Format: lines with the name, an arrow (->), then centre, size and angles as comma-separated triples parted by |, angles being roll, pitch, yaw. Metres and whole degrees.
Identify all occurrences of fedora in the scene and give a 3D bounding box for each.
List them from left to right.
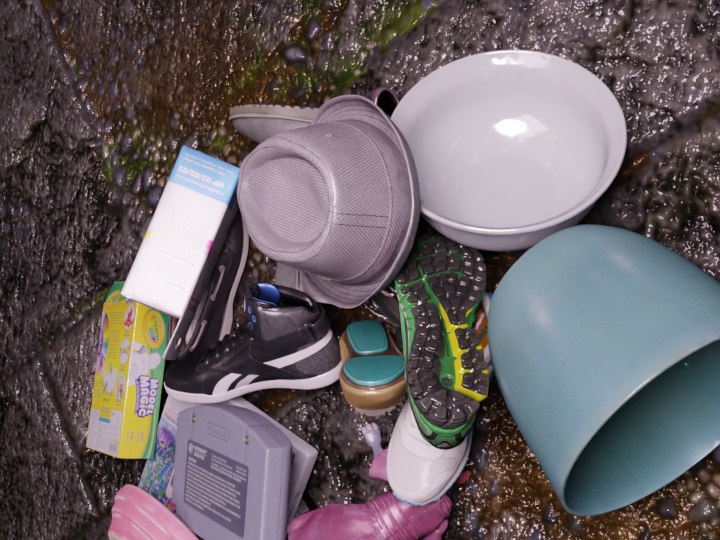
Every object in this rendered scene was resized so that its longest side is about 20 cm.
fedora -> -0.041, -0.060, 0.745 | 0.200, 0.090, 0.178 | 35, 116, 48

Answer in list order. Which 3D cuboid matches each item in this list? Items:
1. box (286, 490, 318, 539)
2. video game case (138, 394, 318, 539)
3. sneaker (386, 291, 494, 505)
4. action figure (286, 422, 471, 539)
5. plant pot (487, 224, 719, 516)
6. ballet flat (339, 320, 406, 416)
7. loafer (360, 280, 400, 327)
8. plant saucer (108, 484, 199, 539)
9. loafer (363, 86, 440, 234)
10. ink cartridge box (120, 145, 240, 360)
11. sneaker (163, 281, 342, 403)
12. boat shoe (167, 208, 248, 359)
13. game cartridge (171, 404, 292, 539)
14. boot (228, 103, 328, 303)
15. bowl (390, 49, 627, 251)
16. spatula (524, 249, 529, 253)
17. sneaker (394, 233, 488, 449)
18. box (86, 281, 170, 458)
box -> -0.149, 0.234, 1.007 | 0.137, 0.040, 0.200 | -49, 66, 23
video game case -> -0.152, 0.225, 0.972 | 0.199, 0.024, 0.184 | 28, 106, 29
sneaker -> 0.073, 0.110, 0.801 | 0.076, 0.081, 0.201 | 20, 80, 28
action figure -> 0.021, 0.230, 0.825 | 0.199, 0.149, 0.135 | -35, 95, -8
plant pot -> 0.192, 0.061, 0.696 | 0.201, 0.200, 0.161 | -53, 49, 22
ballet flat -> 0.015, 0.100, 0.828 | 0.068, 0.200, 0.064 | -4, 102, 0
loafer -> 0.000, 0.000, 0.871 | 0.063, 0.072, 0.200 | -43, 87, 21
plant saucer -> -0.205, 0.322, 0.971 | 0.200, 0.051, 0.202 | 33, 147, 25
loafer -> 0.042, -0.077, 0.845 | 0.202, 0.071, 0.063 | 67, 155, 9
ink cartridge box -> -0.186, -0.013, 0.923 | 0.067, 0.115, 0.202 | 21, 82, -3
sneaker -> -0.121, 0.066, 0.916 | 0.198, 0.073, 0.113 | -9, 118, 14
boat shoe -> -0.178, 0.003, 1.011 | 0.073, 0.060, 0.202 | 17, 99, 35
game cartridge -> -0.129, 0.202, 0.882 | 0.199, 0.041, 0.135 | 4, 86, 55
boot -> -0.070, -0.071, 0.942 | 0.180, 0.072, 0.202 | 11, 103, 32
bowl -> 0.125, -0.088, 0.773 | 0.199, 0.091, 0.203 | -6, 55, 9
spatula -> 0.131, -0.043, 0.830 | 0.200, 0.020, 0.057 | 39, 106, 31
sneaker -> 0.060, 0.052, 0.738 | 0.077, 0.086, 0.201 | 5, 51, 0
box -> -0.271, 0.112, 1.049 | 0.117, 0.048, 0.202 | -4, 80, 55
